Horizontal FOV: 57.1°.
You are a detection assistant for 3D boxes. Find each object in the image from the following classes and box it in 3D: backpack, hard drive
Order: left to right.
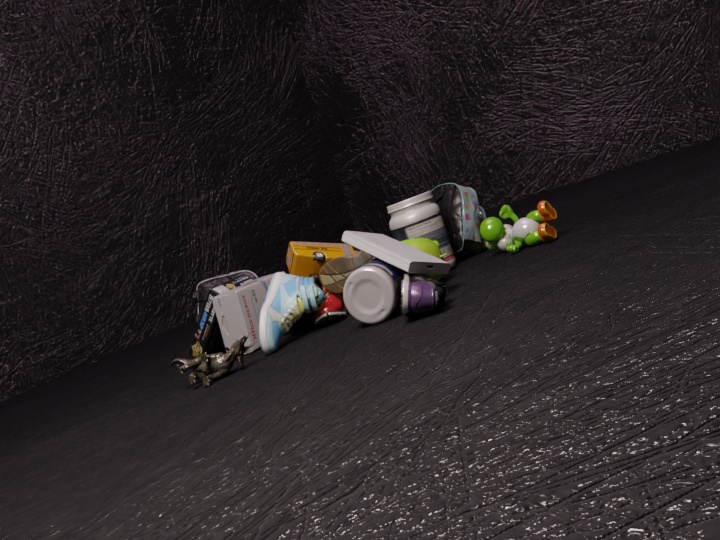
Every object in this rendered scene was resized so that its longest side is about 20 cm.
[{"bbox_3d":[-0.347,0.100,1.857,0.195,0.182,0.151,-18,-26,13],"label":"backpack"},{"bbox_3d":[0.072,-0.037,1.359,0.130,0.027,0.198,3,18,-45],"label":"hard drive"},{"bbox_3d":[0.262,-0.136,1.841,0.150,0.206,0.174,-2,-8,-36],"label":"backpack"}]

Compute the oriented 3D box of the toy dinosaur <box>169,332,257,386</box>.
[{"bbox_3d":[-0.305,0.195,1.345,0.197,0.079,0.101,-23,-10,30],"label":"toy dinosaur"}]

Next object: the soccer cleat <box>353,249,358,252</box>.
[{"bbox_3d":[0.000,0.000,1.678,0.196,0.071,0.087,9,43,32],"label":"soccer cleat"}]

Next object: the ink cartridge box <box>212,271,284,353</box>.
[{"bbox_3d":[-0.249,0.102,1.601,0.083,0.148,0.199,-12,8,33],"label":"ink cartridge box"}]

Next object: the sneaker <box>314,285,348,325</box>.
[{"bbox_3d":[-0.072,0.072,1.560,0.075,0.087,0.200,-19,4,12],"label":"sneaker"}]

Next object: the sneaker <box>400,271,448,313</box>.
[{"bbox_3d":[0.120,0.048,1.240,0.085,0.078,0.200,1,7,6],"label":"sneaker"}]

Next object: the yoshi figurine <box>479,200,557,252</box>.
[{"bbox_3d":[0.362,-0.099,1.576,0.112,0.114,0.198,-32,8,-41],"label":"yoshi figurine"}]

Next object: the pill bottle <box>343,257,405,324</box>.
[{"bbox_3d":[0.045,0.031,1.362,0.109,0.114,0.200,-18,5,21],"label":"pill bottle"}]

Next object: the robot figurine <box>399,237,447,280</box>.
[{"bbox_3d":[0.114,-0.011,1.532,0.174,0.118,0.198,-30,10,-32],"label":"robot figurine"}]

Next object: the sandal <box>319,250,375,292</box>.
[{"bbox_3d":[-0.003,-0.009,1.516,0.197,0.082,0.054,-29,-13,15],"label":"sandal"}]

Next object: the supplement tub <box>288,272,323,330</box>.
[{"bbox_3d":[-0.136,0.047,1.620,0.105,0.109,0.202,-17,27,22],"label":"supplement tub"}]

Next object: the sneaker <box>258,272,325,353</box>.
[{"bbox_3d":[-0.144,0.089,1.439,0.127,0.204,0.080,1,-36,12],"label":"sneaker"}]

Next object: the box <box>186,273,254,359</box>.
[{"bbox_3d":[-0.351,0.121,1.678,0.045,0.204,0.158,29,21,14],"label":"box"}]

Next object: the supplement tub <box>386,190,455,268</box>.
[{"bbox_3d":[0.155,-0.086,1.701,0.137,0.205,0.140,-19,4,1],"label":"supplement tub"}]

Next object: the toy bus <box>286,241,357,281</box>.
[{"bbox_3d":[-0.074,-0.022,1.590,0.195,0.066,0.079,2,34,-21],"label":"toy bus"}]
